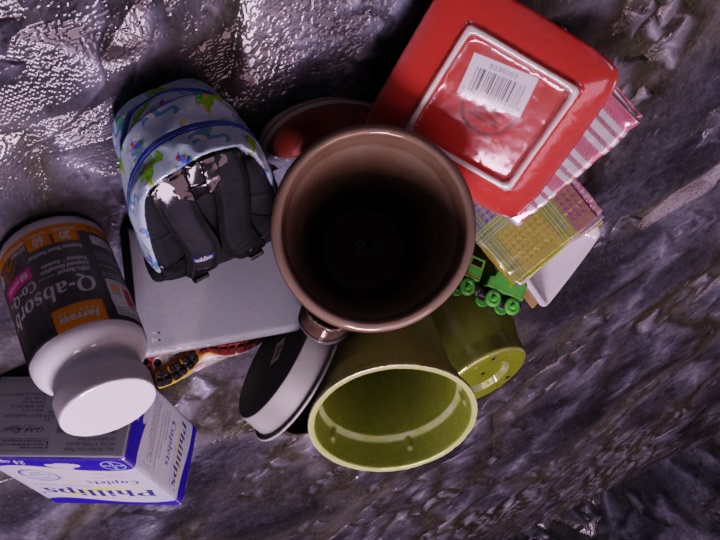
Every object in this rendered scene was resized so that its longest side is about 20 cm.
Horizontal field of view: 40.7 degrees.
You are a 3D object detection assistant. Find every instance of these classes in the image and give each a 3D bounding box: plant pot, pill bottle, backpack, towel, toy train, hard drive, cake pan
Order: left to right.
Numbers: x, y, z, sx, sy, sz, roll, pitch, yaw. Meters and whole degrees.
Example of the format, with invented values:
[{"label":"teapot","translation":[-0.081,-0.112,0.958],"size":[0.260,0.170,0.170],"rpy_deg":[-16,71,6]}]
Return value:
[{"label":"pill bottle","translation":[-0.278,0.053,0.959],"size":[0.116,0.201,0.117],"rpy_deg":[-22,150,-14]},{"label":"backpack","translation":[-0.159,-0.086,0.930],"size":[0.162,0.155,0.200],"rpy_deg":[-21,171,-5]},{"label":"hard drive","translation":[-0.161,0.011,1.081],"size":[0.199,0.141,0.033],"rpy_deg":[-9,-172,-32]},{"label":"cake pan","translation":[-0.088,0.109,1.185],"size":[0.037,0.201,0.200],"rpy_deg":[31,122,-18]},{"label":"plant pot","translation":[0.007,-0.035,1.003],"size":[0.199,0.201,0.175],"rpy_deg":[-26,177,-5]},{"label":"plant pot","translation":[0.029,0.112,1.192],"size":[0.199,0.185,0.201],"rpy_deg":[-4,134,-4]},{"label":"plant pot","translation":[0.129,0.071,1.346],"size":[0.199,0.194,0.201],"rpy_deg":[-22,150,-14]},{"label":"toy train","translation":[0.127,0.002,1.240],"size":[0.199,0.057,0.042],"rpy_deg":[23,170,-20]},{"label":"towel","translation":[0.184,-0.092,1.178],"size":[0.143,0.200,0.023],"rpy_deg":[-40,-173,12]},{"label":"towel","translation":[0.204,-0.163,1.125],"size":[0.200,0.146,0.030],"rpy_deg":[-42,-174,23]}]

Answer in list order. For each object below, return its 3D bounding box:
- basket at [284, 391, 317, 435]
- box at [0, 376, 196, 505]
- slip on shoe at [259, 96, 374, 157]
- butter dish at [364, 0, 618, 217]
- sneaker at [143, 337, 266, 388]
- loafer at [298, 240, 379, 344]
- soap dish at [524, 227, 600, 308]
[{"label":"basket","translation":[-0.014,0.151,1.410],"size":[0.199,0.136,0.181],"rpy_deg":[9,115,-53]},{"label":"box","translation":[-0.323,0.211,1.187],"size":[0.182,0.106,0.200],"rpy_deg":[-1,153,12]},{"label":"slip on shoe","translation":[-0.010,-0.139,1.031],"size":[0.199,0.061,0.074],"rpy_deg":[-2,143,-26]},{"label":"butter dish","translation":[0.133,-0.193,1.008],"size":[0.199,0.148,0.200],"rpy_deg":[28,121,-10]},{"label":"sneaker","translation":[-0.201,0.085,1.222],"size":[0.199,0.078,0.082],"rpy_deg":[-22,178,-22]},{"label":"loafer","translation":[0.000,0.000,1.123],"size":[0.200,0.073,0.071],"rpy_deg":[-49,168,-28]},{"label":"soap dish","translation":[0.246,-0.050,1.339],"size":[0.158,0.081,0.200],"rpy_deg":[-53,148,-2]}]
